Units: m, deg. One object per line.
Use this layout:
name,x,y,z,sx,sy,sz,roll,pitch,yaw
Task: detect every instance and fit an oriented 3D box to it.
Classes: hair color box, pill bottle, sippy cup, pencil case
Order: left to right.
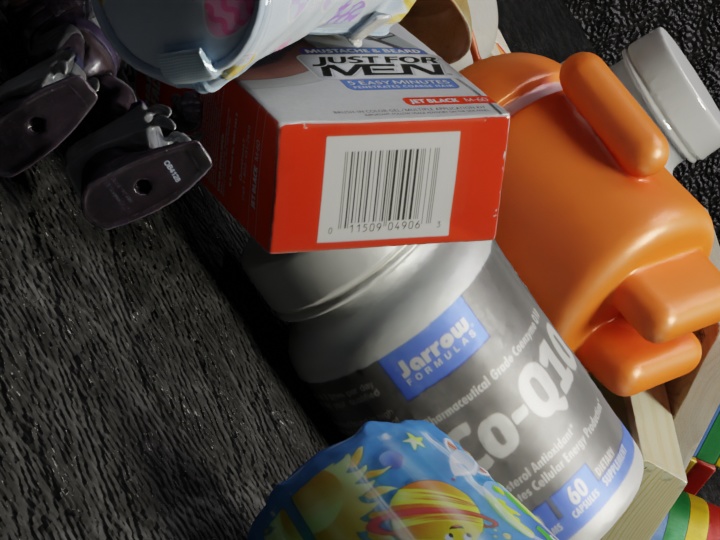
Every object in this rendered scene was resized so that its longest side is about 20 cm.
pencil case,-0.036,-0.130,1.229,0.200,0.083,0.091,-26,123,-65
hair color box,-0.026,-0.076,1.326,0.200,0.110,0.064,-137,-132,-57
sippy cup,0.025,0.132,1.129,0.131,0.139,0.178,51,-17,27
pill bottle,0.037,0.046,1.408,0.200,0.113,0.114,54,12,-17
pill bottle,0.123,-0.062,1.826,0.111,0.199,0.111,54,12,-17

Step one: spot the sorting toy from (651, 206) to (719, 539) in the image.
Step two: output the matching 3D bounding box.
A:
sorting toy,0.172,0.091,1.623,0.069,0.200,0.200,21,20,-9

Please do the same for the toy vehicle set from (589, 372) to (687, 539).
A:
toy vehicle set,0.117,0.110,1.546,0.026,0.125,0.200,28,19,-11

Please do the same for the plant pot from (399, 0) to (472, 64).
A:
plant pot,-0.032,-0.161,1.446,0.199,0.028,0.200,24,-13,6

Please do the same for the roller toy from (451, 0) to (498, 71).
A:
roller toy,-0.021,-0.165,1.655,0.201,0.139,0.183,58,22,-10

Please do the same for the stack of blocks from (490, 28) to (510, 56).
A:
stack of blocks,0.012,-0.159,1.838,0.059,0.115,0.201,43,18,-50

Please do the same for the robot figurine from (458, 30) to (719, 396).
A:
robot figurine,0.096,-0.027,1.494,0.200,0.116,0.144,49,-10,23

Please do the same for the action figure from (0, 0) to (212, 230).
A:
action figure,-0.114,-0.084,1.241,0.130,0.069,0.200,45,12,-23
